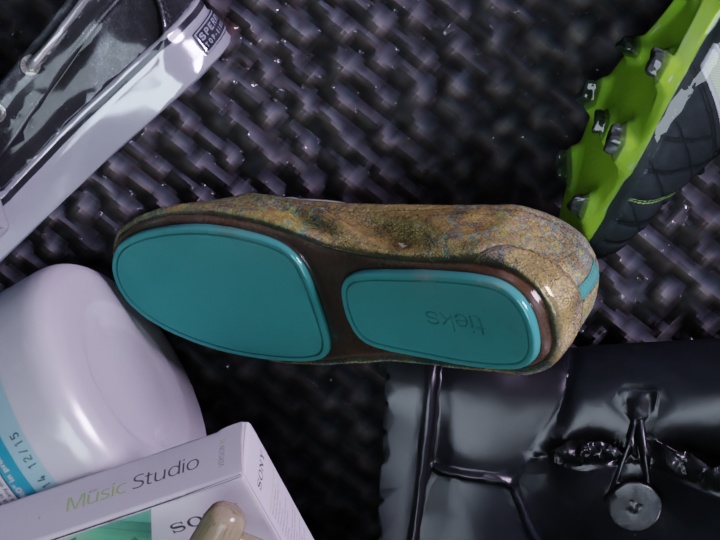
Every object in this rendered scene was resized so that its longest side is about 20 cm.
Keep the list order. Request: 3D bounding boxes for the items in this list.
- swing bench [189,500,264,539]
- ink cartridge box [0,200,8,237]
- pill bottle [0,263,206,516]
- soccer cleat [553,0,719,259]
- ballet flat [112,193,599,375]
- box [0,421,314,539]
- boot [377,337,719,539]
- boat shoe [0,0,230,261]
[{"bbox_3d":[-0.016,0.219,0.861,0.199,0.130,0.200,25,126,-18],"label":"swing bench"},{"bbox_3d":[-0.232,-0.041,0.904,0.200,0.047,0.160,-33,76,36],"label":"ink cartridge box"},{"bbox_3d":[-0.168,0.088,0.951,0.200,0.111,0.111,-30,108,18],"label":"pill bottle"},{"bbox_3d":[0.140,-0.078,0.863,0.081,0.068,0.200,23,116,-18],"label":"soccer cleat"},{"bbox_3d":[0.000,0.000,0.908,0.200,0.071,0.071,5,118,33],"label":"ballet flat"},{"bbox_3d":[-0.068,0.159,0.913,0.144,0.036,0.200,-19,121,12],"label":"box"},{"bbox_3d":[0.091,0.115,0.949,0.168,0.076,0.200,6,109,9],"label":"boot"},{"bbox_3d":[-0.142,-0.046,0.906,0.199,0.074,0.068,-39,104,20],"label":"boat shoe"}]
